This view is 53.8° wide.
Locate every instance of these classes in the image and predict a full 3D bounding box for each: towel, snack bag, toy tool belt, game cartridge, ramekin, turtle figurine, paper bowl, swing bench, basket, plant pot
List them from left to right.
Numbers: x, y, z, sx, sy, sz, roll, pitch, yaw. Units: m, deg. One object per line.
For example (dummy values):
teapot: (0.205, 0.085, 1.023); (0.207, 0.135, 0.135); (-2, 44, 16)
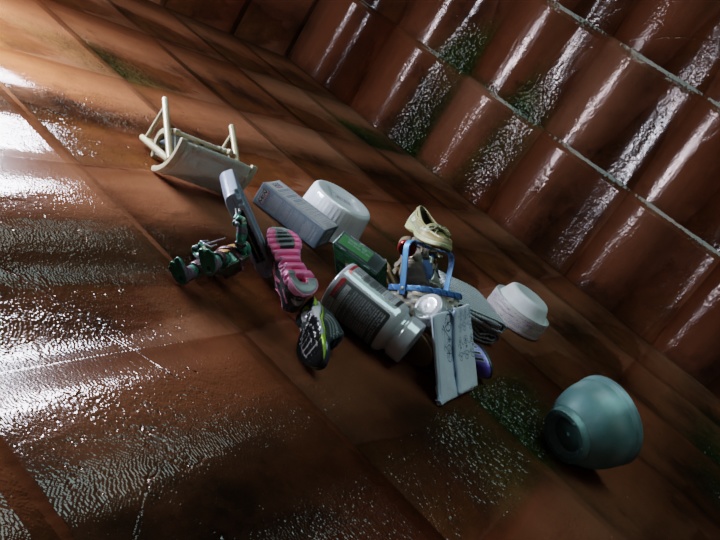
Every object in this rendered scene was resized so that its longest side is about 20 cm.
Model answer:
swing bench: (-0.374, -0.267, 1.628); (0.198, 0.130, 0.201); (18, 30, -42)
turtle figurine: (-0.249, -0.036, 1.280); (0.101, 0.149, 0.200); (51, 27, -3)
game cartridge: (-0.229, -0.096, 1.426); (0.133, 0.041, 0.201); (-110, 180, -56)
ramekin: (-0.070, -0.156, 1.910); (0.200, 0.098, 0.201); (30, 19, -12)
toy tool belt: (0.142, -0.023, 1.771); (0.123, 0.124, 0.201); (-72, 147, -52)
basket: (0.146, 0.042, 1.628); (0.176, 0.202, 0.138); (16, -5, -44)
snack bag: (0.197, 0.170, 1.479); (0.021, 0.190, 0.200); (-4, -1, 30)
towel: (0.273, 0.104, 1.885); (0.199, 0.086, 0.166); (23, 23, -35)
paper bowl: (0.499, 0.116, 2.205); (0.200, 0.105, 0.201); (32, 18, -12)
plant pot: (0.483, 0.340, 1.531); (0.133, 0.202, 0.201); (-11, 41, -27)

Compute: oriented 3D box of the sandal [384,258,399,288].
sandal: (0.049, 0.024, 1.740); (0.078, 0.069, 0.212); (62, 1, 3)

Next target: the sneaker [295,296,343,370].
sneaker: (-0.066, 0.118, 1.290); (0.081, 0.074, 0.200); (31, 20, -19)

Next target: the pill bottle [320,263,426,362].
pill bottle: (0.027, 0.089, 1.448); (0.200, 0.114, 0.114); (39, 19, 12)

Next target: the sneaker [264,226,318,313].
sneaker: (-0.150, -0.001, 1.394); (0.078, 0.096, 0.201); (3, 44, -28)

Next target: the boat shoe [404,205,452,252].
boat shoe: (0.163, -0.098, 1.645); (0.073, 0.064, 0.201); (22, 12, -20)

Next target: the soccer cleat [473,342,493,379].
soccer cleat: (0.233, 0.183, 1.669); (0.073, 0.069, 0.200); (-11, 48, -33)

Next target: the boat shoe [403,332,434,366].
boat shoe: (0.088, 0.126, 1.526); (0.200, 0.071, 0.070); (42, 21, 21)

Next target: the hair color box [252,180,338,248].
hair color box: (-0.162, -0.143, 1.780); (0.200, 0.061, 0.099); (38, 18, 8)

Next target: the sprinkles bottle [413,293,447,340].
sprinkles bottle: (0.182, 0.134, 1.550); (0.200, 0.068, 0.068); (54, 1, -42)

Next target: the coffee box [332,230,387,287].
coffee box: (0.000, 0.000, 1.563); (0.123, 0.044, 0.200); (36, -18, 16)
